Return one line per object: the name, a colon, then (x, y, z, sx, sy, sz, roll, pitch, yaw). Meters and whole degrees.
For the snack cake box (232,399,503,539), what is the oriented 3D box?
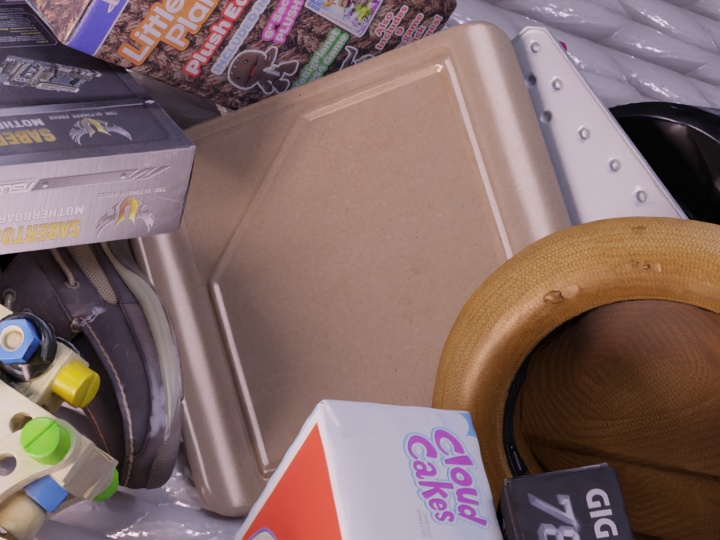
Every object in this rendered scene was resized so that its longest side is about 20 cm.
snack cake box: (-0.011, 0.154, 0.899, 0.067, 0.200, 0.115, 5, 52, -23)

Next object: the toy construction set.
toy construction set: (-0.186, 0.065, 0.955, 0.200, 0.092, 0.131, 33, 82, 8)

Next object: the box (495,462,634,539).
box: (0.086, 0.208, 0.868, 0.050, 0.199, 0.200, -8, 55, -8)

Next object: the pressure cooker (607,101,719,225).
pressure cooker: (0.182, 0.004, 1.135, 0.176, 0.179, 0.200, 52, 26, 21)

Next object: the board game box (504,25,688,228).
board game box: (0.071, 0.022, 1.067, 0.026, 0.200, 0.200, 5, 47, -59)

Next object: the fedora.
fedora: (0.133, 0.063, 0.960, 0.201, 0.201, 0.082, 37, 18, 3)

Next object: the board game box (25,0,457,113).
board game box: (-0.082, -0.159, 1.114, 0.200, 0.097, 0.159, 18, 21, -46)

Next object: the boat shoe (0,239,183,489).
boat shoe: (-0.137, 0.021, 1.040, 0.073, 0.075, 0.200, -8, 49, -22)

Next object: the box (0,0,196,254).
box: (-0.197, -0.067, 1.002, 0.200, 0.048, 0.158, -9, 40, -35)

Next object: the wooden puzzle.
wooden puzzle: (0.000, 0.000, 1.054, 0.200, 0.037, 0.185, -19, 77, 9)
